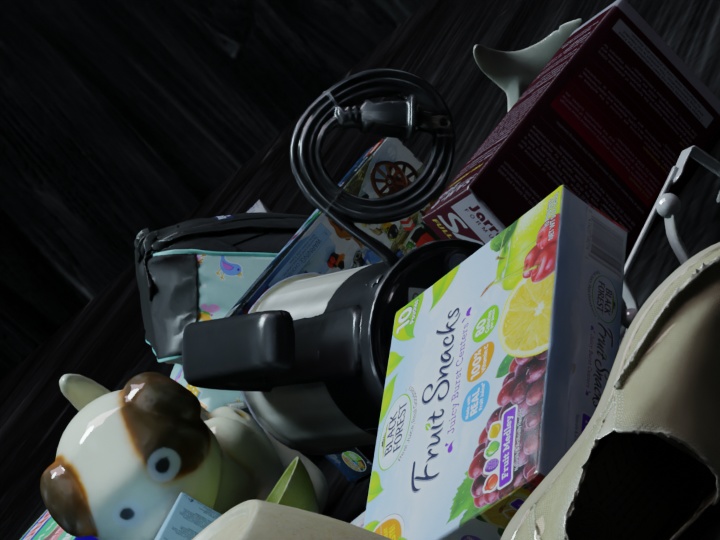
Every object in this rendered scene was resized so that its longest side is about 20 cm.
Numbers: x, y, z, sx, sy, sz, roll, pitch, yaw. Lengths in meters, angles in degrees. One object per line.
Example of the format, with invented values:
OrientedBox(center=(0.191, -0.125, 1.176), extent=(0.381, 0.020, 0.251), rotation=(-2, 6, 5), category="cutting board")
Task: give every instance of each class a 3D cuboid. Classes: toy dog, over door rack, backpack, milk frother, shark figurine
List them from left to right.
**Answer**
OrientedBox(center=(-0.121, 0.123, 1.649), extent=(0.139, 0.194, 0.200), rotation=(-36, -10, 2), category="toy dog")
OrientedBox(center=(-0.053, 0.032, 1.901), extent=(0.199, 0.154, 0.176), rotation=(-8, 2, -9), category="backpack")
OrientedBox(center=(0.000, 0.000, 1.601), extent=(0.188, 0.180, 0.201), rotation=(-13, 59, 61), category="milk frother")
OrientedBox(center=(0.119, -0.048, 1.735), extent=(0.089, 0.128, 0.215), rotation=(0, 56, 16), category="shark figurine")
OrientedBox(center=(0.167, -0.021, 1.458), extent=(0.200, 0.067, 0.148), rotation=(-49, 10, -25), category="over door rack")

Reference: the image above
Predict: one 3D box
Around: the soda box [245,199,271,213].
OrientedBox(center=(-0.100, -0.018, 2.682), extent=(0.068, 0.063, 0.200), rotation=(-43, 9, 0), category="soda box")

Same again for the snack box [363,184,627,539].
OrientedBox(center=(0.068, 0.071, 1.361), extent=(0.142, 0.053, 0.200), rotation=(-40, 28, 37), category="snack box")

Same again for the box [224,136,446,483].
OrientedBox(center=(0.008, 0.022, 1.760), extent=(0.200, 0.137, 0.038), rotation=(-51, 9, -33), category="box")

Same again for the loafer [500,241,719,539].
OrientedBox(center=(0.138, 0.072, 1.163), extent=(0.200, 0.076, 0.068), rotation=(-56, 13, -13), category="loafer")

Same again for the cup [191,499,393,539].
OrientedBox(center=(-0.032, 0.186, 1.166), extent=(0.200, 0.143, 0.200), rotation=(-44, 9, 9), category="cup")

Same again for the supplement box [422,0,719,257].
OrientedBox(center=(0.138, -0.066, 1.664), extent=(0.200, 0.109, 0.061), rotation=(-50, 10, -35), category="supplement box")

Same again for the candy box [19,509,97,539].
OrientedBox(center=(-0.208, 0.216, 2.053), extent=(0.169, 0.077, 0.200), rotation=(-50, 9, -30), category="candy box")

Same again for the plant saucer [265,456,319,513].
OrientedBox(center=(-0.073, 0.199, 1.498), extent=(0.200, 0.031, 0.200), rotation=(-59, 2, 3), category="plant saucer")

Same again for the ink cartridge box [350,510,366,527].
OrientedBox(center=(-0.050, 0.220, 1.411), extent=(0.200, 0.057, 0.163), rotation=(-37, 11, 22), category="ink cartridge box")

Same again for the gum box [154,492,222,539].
OrientedBox(center=(-0.138, 0.237, 1.484), extent=(0.170, 0.044, 0.200), rotation=(-61, 1, 17), category="gum box")
